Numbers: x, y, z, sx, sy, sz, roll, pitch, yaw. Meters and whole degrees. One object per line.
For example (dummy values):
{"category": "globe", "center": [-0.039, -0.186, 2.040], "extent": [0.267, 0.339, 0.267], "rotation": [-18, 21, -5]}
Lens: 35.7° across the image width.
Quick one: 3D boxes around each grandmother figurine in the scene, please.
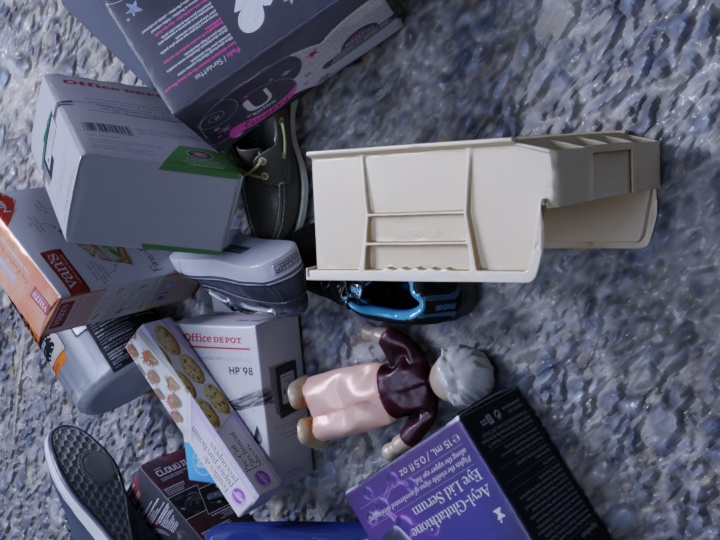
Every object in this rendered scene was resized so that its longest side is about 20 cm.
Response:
{"category": "grandmother figurine", "center": [0.028, 0.104, 0.991], "extent": [0.199, 0.060, 0.122], "rotation": [-15, 97, 34]}

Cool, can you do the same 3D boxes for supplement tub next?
{"category": "supplement tub", "center": [-0.287, 0.038, 1.162], "extent": [0.123, 0.122, 0.201], "rotation": [-46, 72, 33]}

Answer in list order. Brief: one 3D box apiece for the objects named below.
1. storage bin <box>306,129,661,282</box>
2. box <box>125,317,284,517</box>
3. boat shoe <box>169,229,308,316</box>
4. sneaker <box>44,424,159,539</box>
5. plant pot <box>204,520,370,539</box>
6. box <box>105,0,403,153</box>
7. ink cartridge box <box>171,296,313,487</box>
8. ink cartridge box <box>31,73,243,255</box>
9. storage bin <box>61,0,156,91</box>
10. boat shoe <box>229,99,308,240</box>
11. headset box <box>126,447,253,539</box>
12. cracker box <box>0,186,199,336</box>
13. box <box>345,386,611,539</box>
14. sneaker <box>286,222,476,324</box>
{"category": "storage bin", "center": [0.095, -0.050, 0.822], "extent": [0.197, 0.199, 0.095], "rotation": [1, 98, 35]}
{"category": "box", "center": [-0.147, 0.134, 1.047], "extent": [0.201, 0.041, 0.039], "rotation": [53, 124, 16]}
{"category": "boat shoe", "center": [-0.110, 0.007, 1.028], "extent": [0.199, 0.071, 0.068], "rotation": [7, 121, 52]}
{"category": "sneaker", "center": [-0.290, 0.274, 1.143], "extent": [0.146, 0.077, 0.203], "rotation": [-42, 74, 30]}
{"category": "plant pot", "center": [-0.052, 0.344, 0.976], "extent": [0.198, 0.180, 0.202], "rotation": [-3, 97, 9]}
{"category": "box", "center": [-0.080, -0.206, 0.914], "extent": [0.199, 0.132, 0.115], "rotation": [-33, 78, 4]}
{"category": "ink cartridge box", "center": [-0.118, 0.104, 1.087], "extent": [0.115, 0.066, 0.202], "rotation": [-1, 99, 36]}
{"category": "ink cartridge box", "center": [-0.210, -0.100, 1.021], "extent": [0.200, 0.145, 0.085], "rotation": [51, 129, 53]}
{"category": "storage bin", "center": [-0.201, -0.277, 1.044], "extent": [0.200, 0.145, 0.135], "rotation": [44, 148, 21]}
{"category": "boat shoe", "center": [-0.092, -0.115, 1.029], "extent": [0.072, 0.060, 0.204], "rotation": [6, 102, 35]}
{"category": "headset box", "center": [-0.184, 0.298, 1.167], "extent": [0.200, 0.077, 0.149], "rotation": [43, 120, 22]}
{"category": "cracker box", "center": [-0.259, -0.020, 1.082], "extent": [0.134, 0.199, 0.058], "rotation": [48, 122, 18]}
{"category": "box", "center": [0.108, 0.224, 0.924], "extent": [0.148, 0.104, 0.201], "rotation": [-41, 75, 33]}
{"category": "sneaker", "center": [0.000, 0.000, 0.972], "extent": [0.199, 0.082, 0.074], "rotation": [11, 105, 34]}
